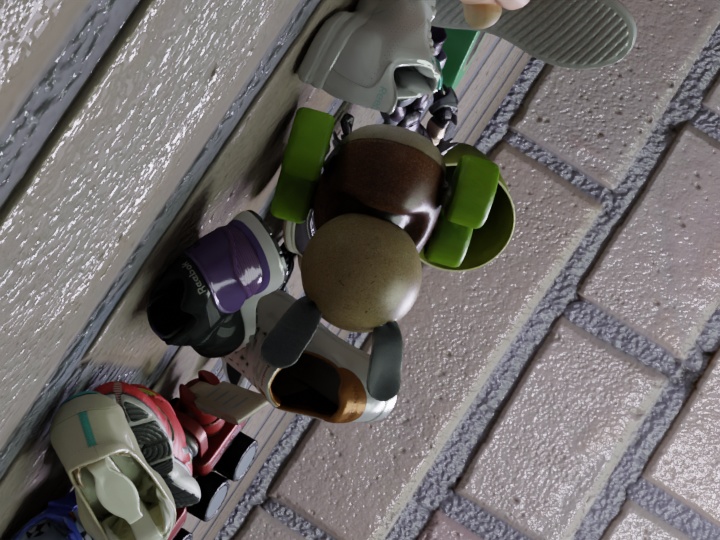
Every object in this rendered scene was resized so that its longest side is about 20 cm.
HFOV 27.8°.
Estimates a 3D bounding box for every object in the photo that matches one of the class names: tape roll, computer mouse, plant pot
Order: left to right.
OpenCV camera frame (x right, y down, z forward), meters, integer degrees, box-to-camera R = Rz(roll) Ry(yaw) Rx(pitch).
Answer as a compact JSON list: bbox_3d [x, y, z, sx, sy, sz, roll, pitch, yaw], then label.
[{"bbox_3d":[-0.104,0.043,1.463,0.200,0.044,0.110,-66,176,32],"label":"computer mouse"},{"bbox_3d":[0.155,-0.127,2.350,0.187,0.187,0.200,-59,-170,26],"label":"plant pot"},{"bbox_3d":[0.114,-0.271,1.411,0.201,0.048,0.200,-63,177,-6],"label":"tape roll"}]

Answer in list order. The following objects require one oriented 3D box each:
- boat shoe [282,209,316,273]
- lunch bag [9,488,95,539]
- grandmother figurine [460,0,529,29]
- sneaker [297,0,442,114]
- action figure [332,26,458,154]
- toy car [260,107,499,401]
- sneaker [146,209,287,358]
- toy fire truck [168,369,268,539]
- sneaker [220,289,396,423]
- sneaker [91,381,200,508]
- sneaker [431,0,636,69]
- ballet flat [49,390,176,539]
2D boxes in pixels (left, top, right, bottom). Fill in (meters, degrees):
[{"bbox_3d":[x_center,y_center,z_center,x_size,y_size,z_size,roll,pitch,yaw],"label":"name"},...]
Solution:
[{"bbox_3d":[-0.028,-0.033,1.362,0.200,0.065,0.072,75,30,-67],"label":"boat shoe"},{"bbox_3d":[-0.233,0.264,1.154,0.170,0.123,0.201,-27,134,-80],"label":"lunch bag"},{"bbox_3d":[0.073,-0.231,1.029,0.121,0.061,0.200,-46,159,14],"label":"grandmother figurine"},{"bbox_3d":[0.030,-0.170,1.095,0.200,0.088,0.075,-52,172,-49],"label":"sneaker"},{"bbox_3d":[0.040,-0.149,1.337,0.130,0.069,0.200,-35,157,-23],"label":"action figure"},{"bbox_3d":[0.000,0.000,1.132,0.158,0.164,0.201,113,-7,-66],"label":"toy car"},{"bbox_3d":[-0.123,0.022,1.064,0.087,0.076,0.200,-28,167,-24],"label":"sneaker"},{"bbox_3d":[-0.161,0.168,1.324,0.176,0.128,0.200,-53,163,-31],"label":"toy fire truck"},{"bbox_3d":[-0.070,0.062,1.155,0.085,0.200,0.073,-5,114,-57],"label":"sneaker"},{"bbox_3d":[-0.177,0.123,1.120,0.200,0.077,0.085,80,0,-63],"label":"sneaker"},{"bbox_3d":[0.142,-0.230,1.197,0.114,0.200,0.073,-42,149,-54],"label":"sneaker"},{"bbox_3d":[-0.169,0.164,1.033,0.070,0.069,0.200,-54,150,-26],"label":"ballet flat"}]
